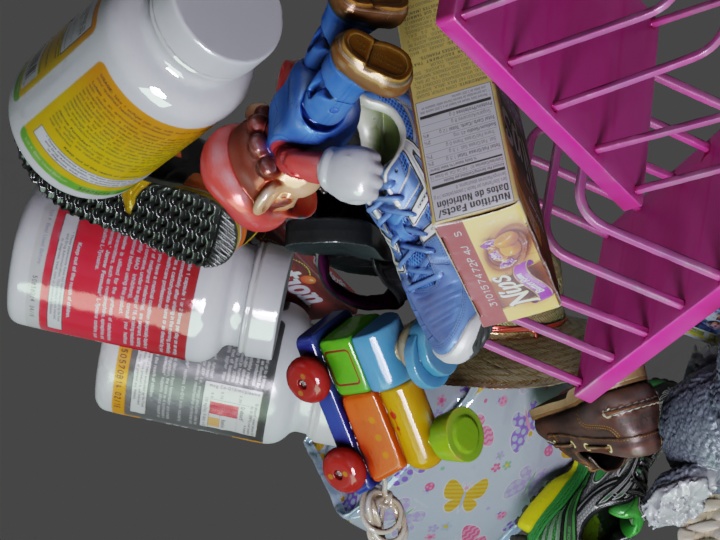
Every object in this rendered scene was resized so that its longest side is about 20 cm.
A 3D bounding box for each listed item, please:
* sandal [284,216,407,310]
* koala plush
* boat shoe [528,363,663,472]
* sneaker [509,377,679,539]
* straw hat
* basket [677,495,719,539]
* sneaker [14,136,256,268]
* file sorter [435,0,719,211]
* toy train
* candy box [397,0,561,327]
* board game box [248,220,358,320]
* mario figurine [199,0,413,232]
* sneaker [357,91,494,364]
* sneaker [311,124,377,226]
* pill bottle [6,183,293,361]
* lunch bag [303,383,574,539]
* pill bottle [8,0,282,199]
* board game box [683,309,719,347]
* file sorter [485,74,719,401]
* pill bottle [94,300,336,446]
[{"bbox_3d":[-0.001,0.000,1.404,0.075,0.048,0.200,-2,172,22],"label":"sandal"},{"bbox_3d":[0.289,0.101,1.479,0.183,0.178,0.200,35,144,-18],"label":"koala plush"},{"bbox_3d":[0.177,0.119,1.542,0.070,0.071,0.200,-18,174,-8],"label":"boat shoe"},{"bbox_3d":[0.211,0.174,1.652,0.085,0.200,0.078,17,152,45],"label":"sneaker"},{"bbox_3d":[0.105,0.017,1.509,0.199,0.201,0.086,4,106,13],"label":"straw hat"},{"bbox_3d":[0.369,0.190,1.618,0.199,0.199,0.161,-6,145,28],"label":"basket"},{"bbox_3d":[-0.154,-0.072,1.470,0.199,0.090,0.070,28,124,18],"label":"sneaker"},{"bbox_3d":[0.156,-0.155,1.153,0.125,0.140,0.200,-15,142,35],"label":"file sorter"},{"bbox_3d":[0.039,0.123,1.418,0.115,0.085,0.201,-9,108,42],"label":"toy train"},{"bbox_3d":[0.069,-0.082,1.241,0.056,0.201,0.117,-14,145,10],"label":"candy box"},{"bbox_3d":[-0.092,-0.016,1.597,0.102,0.020,0.200,-9,145,30],"label":"board game box"},{"bbox_3d":[-0.018,-0.091,1.263,0.106,0.124,0.200,42,138,0],"label":"mario figurine"},{"bbox_3d":[0.035,-0.033,1.330,0.077,0.202,0.076,3,154,-38],"label":"sneaker"},{"bbox_3d":[-0.008,-0.059,1.423,0.075,0.091,0.200,-3,149,20],"label":"sneaker"},{"bbox_3d":[-0.154,0.004,1.519,0.198,0.113,0.113,12,151,0],"label":"pill bottle"},{"bbox_3d":[0.084,0.134,1.684,0.200,0.128,0.169,-44,132,16],"label":"lunch bag"},{"bbox_3d":[-0.136,-0.131,1.318,0.111,0.112,0.200,27,147,-26],"label":"pill bottle"},{"bbox_3d":[0.282,-0.005,1.481,0.134,0.029,0.200,20,149,-17],"label":"board game box"},{"bbox_3d":[0.158,-0.029,1.358,0.125,0.140,0.200,22,149,-14],"label":"file sorter"},{"bbox_3d":[-0.103,0.073,1.619,0.198,0.117,0.117,12,151,0],"label":"pill bottle"}]
